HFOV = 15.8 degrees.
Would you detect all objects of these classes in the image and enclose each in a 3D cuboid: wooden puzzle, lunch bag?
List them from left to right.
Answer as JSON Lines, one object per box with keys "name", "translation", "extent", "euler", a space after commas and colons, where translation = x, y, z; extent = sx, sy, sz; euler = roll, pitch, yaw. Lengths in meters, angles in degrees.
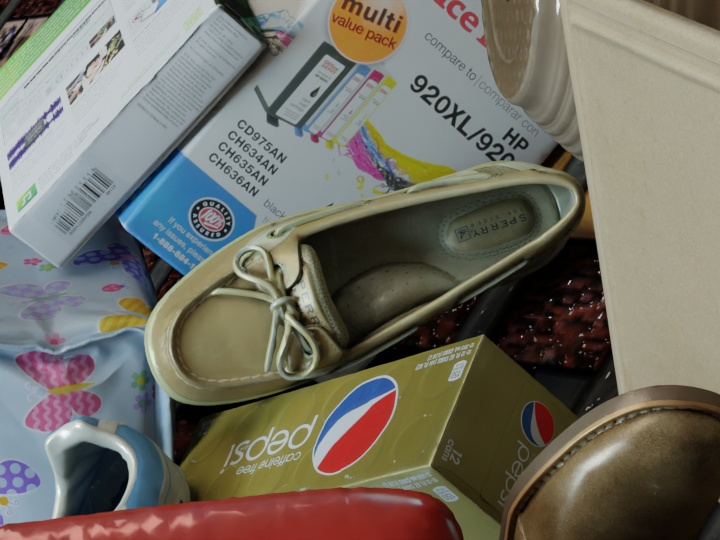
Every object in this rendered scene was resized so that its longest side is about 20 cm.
{"name": "lunch bag", "translation": [-0.151, 0.090, 1.236], "extent": [0.127, 0.201, 0.170], "euler": [-5, 24, -8]}
{"name": "wooden puzzle", "translation": [0.122, -0.005, 0.918], "extent": [0.037, 0.186, 0.200], "euler": [-13, 18, -9]}

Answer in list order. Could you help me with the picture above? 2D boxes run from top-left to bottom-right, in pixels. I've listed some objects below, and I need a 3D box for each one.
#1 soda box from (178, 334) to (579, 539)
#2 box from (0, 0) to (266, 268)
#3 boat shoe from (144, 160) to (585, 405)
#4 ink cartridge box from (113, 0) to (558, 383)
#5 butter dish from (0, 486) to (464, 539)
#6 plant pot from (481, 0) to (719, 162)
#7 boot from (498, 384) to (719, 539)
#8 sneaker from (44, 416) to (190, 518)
{"name": "soda box", "translation": [-0.002, 0.090, 1.104], "extent": [0.200, 0.064, 0.068], "euler": [-20, 38, 49]}
{"name": "box", "translation": [-0.118, -0.098, 1.254], "extent": [0.144, 0.036, 0.200], "euler": [-46, 25, 10]}
{"name": "boat shoe", "translation": [0.002, 0.002, 1.127], "extent": [0.200, 0.073, 0.063], "euler": [-18, -2, -10]}
{"name": "ink cartridge box", "translation": [-0.013, -0.075, 1.260], "extent": [0.200, 0.147, 0.145], "euler": [-49, 24, 3]}
{"name": "butter dish", "translation": [-0.048, 0.175, 0.911], "extent": [0.199, 0.201, 0.148], "euler": [-7, 2, 6]}
{"name": "plant pot", "translation": [0.103, -0.119, 1.059], "extent": [0.201, 0.092, 0.202], "euler": [177, 90, -81]}
{"name": "boot", "translation": [0.076, 0.122, 0.887], "extent": [0.076, 0.073, 0.200], "euler": [-99, 29, -46]}
{"name": "sneaker", "translation": [-0.111, 0.151, 1.073], "extent": [0.072, 0.072, 0.201], "euler": [-33, 42, 31]}
